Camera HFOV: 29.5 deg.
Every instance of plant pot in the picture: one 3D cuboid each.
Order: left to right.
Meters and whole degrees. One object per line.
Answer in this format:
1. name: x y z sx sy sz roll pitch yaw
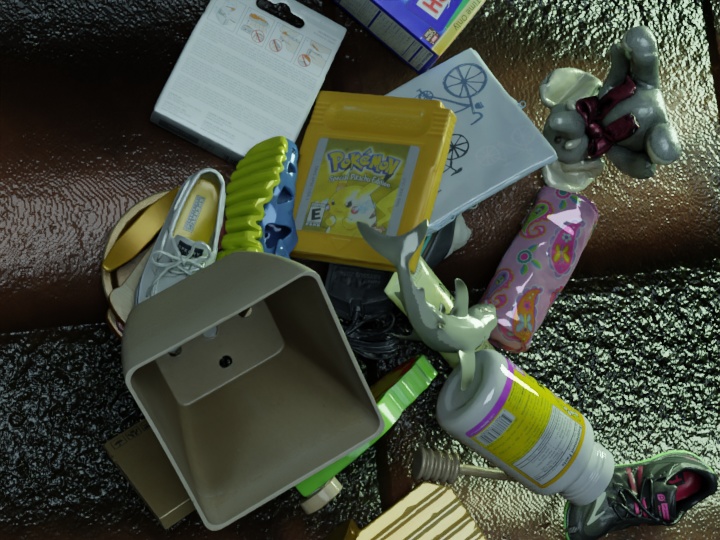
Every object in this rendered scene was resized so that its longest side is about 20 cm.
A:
1. plant pot: -0.124 0.094 1.346 0.199 0.177 0.201 -29 119 -10

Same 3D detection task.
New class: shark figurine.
1. shark figurine: 0.061 0.046 1.440 0.214 0.089 0.129 42 53 -42

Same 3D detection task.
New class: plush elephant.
1. plush elephant: 0.280 -0.175 1.606 0.154 0.200 0.166 -12 82 8

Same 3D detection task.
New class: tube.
1. tube: 0.099 0.066 1.532 0.052 0.058 0.200 -38 112 6

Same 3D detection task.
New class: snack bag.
1. snack bag: 0.104 -0.150 1.562 0.188 0.021 0.200 -30 59 -10

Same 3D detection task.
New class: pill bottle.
1. pill bottle: 0.186 0.180 1.509 0.200 0.104 0.105 37 74 -21

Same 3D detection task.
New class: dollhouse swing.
1. dollhouse swing: 0.062 0.346 1.456 0.175 0.182 0.200 -35 89 4

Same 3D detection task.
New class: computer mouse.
1. computer mouse: 0.000 0.000 1.547 0.138 0.053 0.201 10 76 16

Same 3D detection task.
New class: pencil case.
1. pencil case: 0.201 -0.004 1.589 0.087 0.087 0.201 32 74 -7

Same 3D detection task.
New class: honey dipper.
1. honey dipper: 0.157 0.235 1.561 0.199 0.038 0.038 12 78 -15

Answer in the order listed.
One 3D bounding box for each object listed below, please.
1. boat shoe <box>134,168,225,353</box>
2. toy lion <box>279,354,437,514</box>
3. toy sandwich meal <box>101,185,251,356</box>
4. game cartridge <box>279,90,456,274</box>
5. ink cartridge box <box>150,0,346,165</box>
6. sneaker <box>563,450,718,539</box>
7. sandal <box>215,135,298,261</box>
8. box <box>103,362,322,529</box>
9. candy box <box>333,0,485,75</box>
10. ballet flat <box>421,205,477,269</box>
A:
1. boat shoe: -0.180 -0.014 1.422 0.074 0.086 0.203 21 73 -10
2. toy lion: 0.001 0.161 1.455 0.191 0.200 0.069 -39 92 1
3. toy sandwich meal: -0.194 0.002 1.493 0.204 0.070 0.206 2 80 -14
4. game cartridge: 0.004 -0.103 1.528 0.175 0.032 0.201 8 74 26
5. ink cartridge box: -0.127 -0.224 1.564 0.159 0.047 0.201 27 73 -8
6. sneaker: 0.321 0.259 1.567 0.199 0.084 0.077 -21 101 -16
7. sandal: -0.103 -0.049 1.491 0.087 0.079 0.201 26 71 -41
8. box: -0.155 0.172 1.436 0.199 0.163 0.021 -32 124 -17
9. candy box: 0.056 -0.362 1.614 0.200 0.077 0.169 39 73 -6
10. ballet flat: 0.102 -0.071 1.582 0.073 0.073 0.201 18 73 -10
